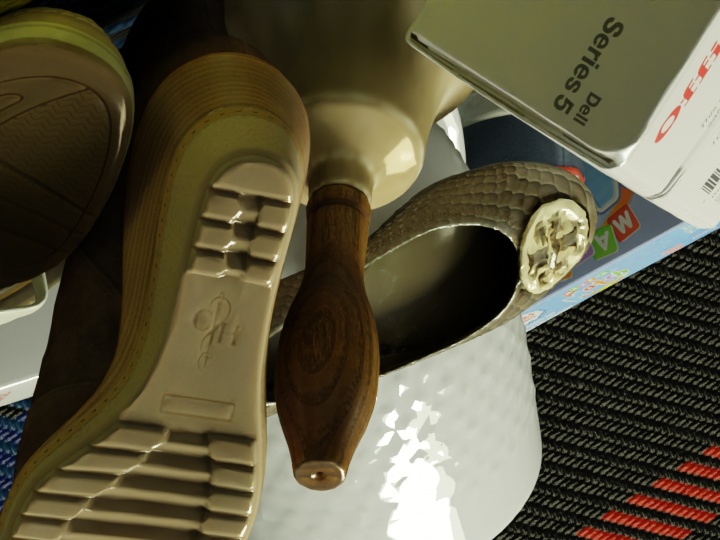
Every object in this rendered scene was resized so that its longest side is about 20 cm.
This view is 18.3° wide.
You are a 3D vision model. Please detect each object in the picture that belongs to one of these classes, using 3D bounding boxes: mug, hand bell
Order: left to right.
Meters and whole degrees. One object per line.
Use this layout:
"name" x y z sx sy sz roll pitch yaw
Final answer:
"hand bell" -0.009 -0.014 0.727 0.104 0.104 0.200 -30 -143 31
"mug" 0.000 0.000 0.919 0.147 0.176 0.200 6 -142 24

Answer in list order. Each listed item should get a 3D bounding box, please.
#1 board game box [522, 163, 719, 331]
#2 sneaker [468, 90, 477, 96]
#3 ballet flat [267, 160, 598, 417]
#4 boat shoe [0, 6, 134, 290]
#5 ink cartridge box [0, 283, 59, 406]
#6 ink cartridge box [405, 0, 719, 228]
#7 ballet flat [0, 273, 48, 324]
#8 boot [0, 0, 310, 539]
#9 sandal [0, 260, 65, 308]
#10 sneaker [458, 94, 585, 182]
"board game box" 0.090 -0.083 1.147 0.151 0.200 0.037 -31 158 30
"sneaker" 0.075 -0.130 0.887 0.200 0.090 0.067 -32 -179 -43
"ballet flat" 0.004 0.015 0.792 0.200 0.068 0.046 -20 -151 -21
"boat shoe" -0.127 -0.027 0.695 0.200 0.072 0.065 -46 -154 47
"ink cartridge box" -0.126 0.005 1.129 0.200 0.086 0.146 -19 178 -17
"ink cartridge box" 0.109 -0.102 0.751 0.146 0.084 0.200 -58 164 5
"ballet flat" -0.129 -0.021 0.861 0.200 0.073 0.073 -32 -179 -30
"boot" -0.070 0.017 0.716 0.166 0.072 0.200 -118 -132 -65
"sandal" -0.153 -0.023 0.955 0.080 0.054 0.200 -23 -160 33
"sneaker" 0.042 -0.028 1.067 0.075 0.085 0.200 -3 169 -25
